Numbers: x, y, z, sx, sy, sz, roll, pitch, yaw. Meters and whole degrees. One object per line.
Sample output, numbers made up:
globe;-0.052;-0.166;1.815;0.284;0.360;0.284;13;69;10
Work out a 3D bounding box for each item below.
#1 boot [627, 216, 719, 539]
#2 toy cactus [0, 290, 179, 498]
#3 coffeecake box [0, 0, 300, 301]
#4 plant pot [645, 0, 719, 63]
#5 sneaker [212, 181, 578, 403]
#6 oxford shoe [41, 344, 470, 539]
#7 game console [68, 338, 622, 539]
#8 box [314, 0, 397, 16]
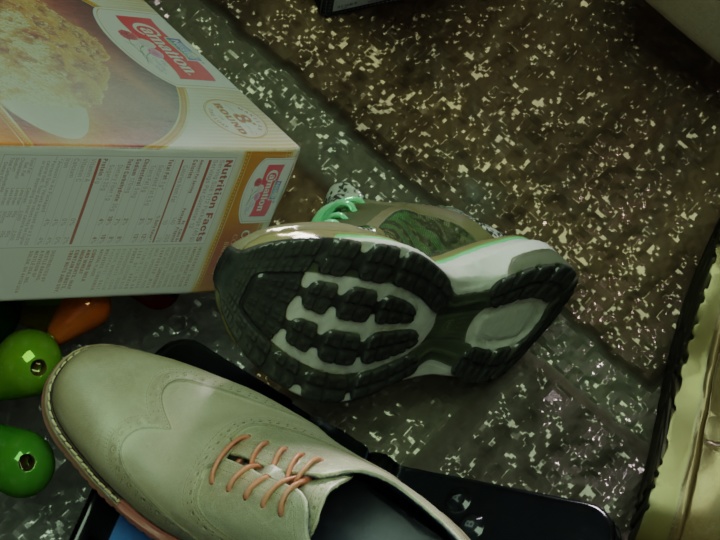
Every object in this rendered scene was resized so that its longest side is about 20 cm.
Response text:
boot;0.227;0.073;0.950;0.199;0.066;0.176;16;79;1
toy cactus;-0.181;0.048;0.907;0.164;0.102;0.200;27;68;25
coffeecake box;-0.149;-0.059;0.874;0.199;0.073;0.153;-2;35;-44
plant pot;0.223;-0.182;0.963;0.176;0.200;0.201;18;66;-10
sneaker;0.000;0.000;0.916;0.089;0.199;0.077;42;112;33
oxford shoe;-0.029;0.079;0.829;0.199;0.074;0.071;28;67;6
game console;-0.019;0.147;0.851;0.175;0.116;0.201;8;63;31
box;0.053;-0.219;1.059;0.199;0.044;0.161;-15;69;-13
